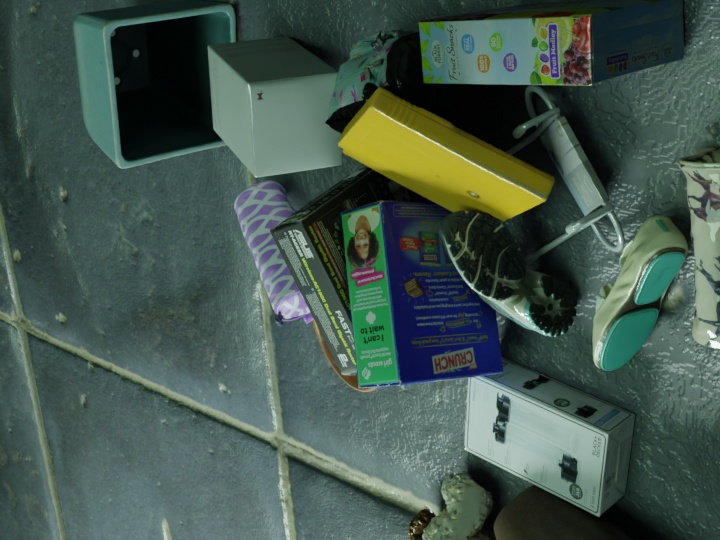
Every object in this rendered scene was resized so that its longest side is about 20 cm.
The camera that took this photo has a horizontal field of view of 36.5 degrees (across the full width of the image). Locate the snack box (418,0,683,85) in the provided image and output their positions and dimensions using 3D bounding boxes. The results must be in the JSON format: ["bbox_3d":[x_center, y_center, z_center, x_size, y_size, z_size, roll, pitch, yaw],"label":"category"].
[{"bbox_3d":[0.184,-0.223,1.059,0.199,0.168,0.068,12,113,44],"label":"snack box"}]

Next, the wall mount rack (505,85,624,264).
[{"bbox_3d":[0.198,-0.090,1.183,0.201,0.074,0.174,62,169,6],"label":"wall mount rack"}]

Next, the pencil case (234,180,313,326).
[{"bbox_3d":[-0.106,-0.026,1.483,0.083,0.086,0.201,-27,63,8],"label":"pencil case"}]

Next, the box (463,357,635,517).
[{"bbox_3d":[0.219,0.192,1.296,0.199,0.060,0.118,20,122,39],"label":"box"}]

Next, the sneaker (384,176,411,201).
[{"bbox_3d":[0.002,-0.059,1.403,0.199,0.077,0.089,-26,97,51],"label":"sneaker"}]

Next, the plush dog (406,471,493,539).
[{"bbox_3d":[0.128,0.391,1.439,0.201,0.160,0.172,52,160,14],"label":"plush dog"}]

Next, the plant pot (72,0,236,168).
[{"bbox_3d":[-0.304,-0.282,1.535,0.199,0.195,0.198,30,129,46],"label":"plant pot"}]

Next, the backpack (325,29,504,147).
[{"bbox_3d":[0.052,-0.194,1.214,0.199,0.166,0.128,1,67,60],"label":"backpack"}]

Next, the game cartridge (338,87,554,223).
[{"bbox_3d":[0.082,-0.113,1.137,0.199,0.033,0.176,28,167,-9],"label":"game cartridge"}]

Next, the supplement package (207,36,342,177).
[{"bbox_3d":[-0.109,-0.208,1.357,0.200,0.116,0.118,-132,37,-58],"label":"supplement package"}]

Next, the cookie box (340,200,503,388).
[{"bbox_3d":[0.071,0.027,1.253,0.075,0.170,0.202,-14,80,48],"label":"cookie box"}]

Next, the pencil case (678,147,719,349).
[{"bbox_3d":[0.352,-0.018,1.049,0.077,0.089,0.202,-5,107,17],"label":"pencil case"}]

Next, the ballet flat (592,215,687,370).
[{"bbox_3d":[0.286,0.022,1.149,0.069,0.069,0.201,43,140,24],"label":"ballet flat"}]

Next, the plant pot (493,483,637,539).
[{"bbox_3d":[0.250,0.351,1.272,0.200,0.186,0.188,52,139,36],"label":"plant pot"}]

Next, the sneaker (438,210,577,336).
[{"bbox_3d":[0.148,0.009,1.222,0.200,0.078,0.086,41,162,-25],"label":"sneaker"}]

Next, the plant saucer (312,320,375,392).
[{"bbox_3d":[-0.007,0.061,1.461,0.200,0.037,0.202,36,135,48],"label":"plant saucer"}]

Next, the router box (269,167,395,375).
[{"bbox_3d":[0.000,0.000,1.289,0.062,0.150,0.201,-13,109,47],"label":"router box"}]
